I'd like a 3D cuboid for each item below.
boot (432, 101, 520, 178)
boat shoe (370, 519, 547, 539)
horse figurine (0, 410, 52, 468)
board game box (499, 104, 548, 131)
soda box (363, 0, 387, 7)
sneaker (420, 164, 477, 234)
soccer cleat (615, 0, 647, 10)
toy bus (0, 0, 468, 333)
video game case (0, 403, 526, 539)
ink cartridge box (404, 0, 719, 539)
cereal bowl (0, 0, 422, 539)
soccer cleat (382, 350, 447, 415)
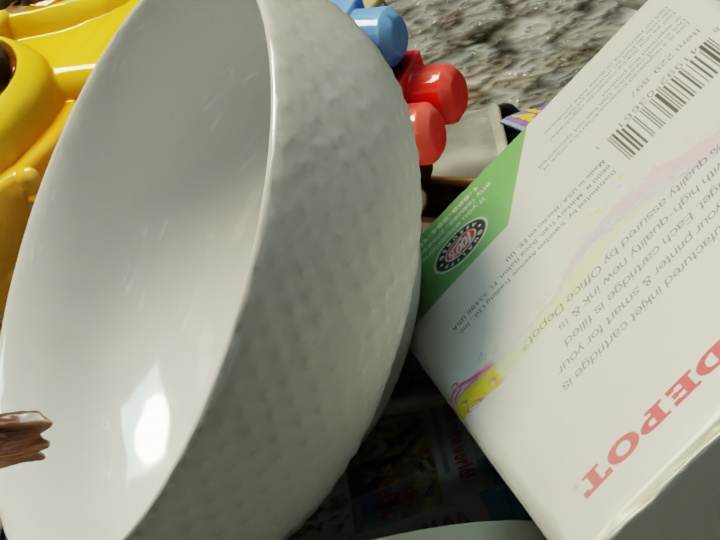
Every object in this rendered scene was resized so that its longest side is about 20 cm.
[{"bbox_3d":[-0.024,-0.010,1.042,0.199,0.073,0.182,-11,15,15],"label":"boot"},{"bbox_3d":[-0.032,0.125,0.725,0.199,0.062,0.073,-18,-14,-1],"label":"boat shoe"},{"bbox_3d":[-0.161,0.125,0.721,0.050,0.201,0.132,28,14,16],"label":"horse figurine"},{"bbox_3d":[0.150,-0.076,0.981,0.157,0.039,0.200,-6,13,-17],"label":"board game box"},{"bbox_3d":[-0.037,-0.069,1.221,0.067,0.064,0.200,-13,21,26],"label":"soda box"},{"bbox_3d":[0.000,0.000,0.965,0.199,0.085,0.073,-22,20,7],"label":"sneaker"},{"bbox_3d":[0.205,-0.163,1.198,0.199,0.069,0.085,-7,20,27],"label":"soccer cleat"},{"bbox_3d":[-0.066,-0.046,0.910,0.191,0.136,0.200,0,36,28],"label":"toy bus"},{"bbox_3d":[-0.039,0.083,0.865,0.199,0.018,0.143,-20,18,9],"label":"video game case"},{"bbox_3d":[0.103,0.015,0.706,0.145,0.087,0.200,-45,24,4],"label":"ink cartridge box"},{"bbox_3d":[-0.039,0.007,0.760,0.083,0.201,0.200,16,3,-26],"label":"cereal bowl"},{"bbox_3d":[0.054,0.002,0.835,0.199,0.069,0.078,-27,23,9],"label":"soccer cleat"}]
